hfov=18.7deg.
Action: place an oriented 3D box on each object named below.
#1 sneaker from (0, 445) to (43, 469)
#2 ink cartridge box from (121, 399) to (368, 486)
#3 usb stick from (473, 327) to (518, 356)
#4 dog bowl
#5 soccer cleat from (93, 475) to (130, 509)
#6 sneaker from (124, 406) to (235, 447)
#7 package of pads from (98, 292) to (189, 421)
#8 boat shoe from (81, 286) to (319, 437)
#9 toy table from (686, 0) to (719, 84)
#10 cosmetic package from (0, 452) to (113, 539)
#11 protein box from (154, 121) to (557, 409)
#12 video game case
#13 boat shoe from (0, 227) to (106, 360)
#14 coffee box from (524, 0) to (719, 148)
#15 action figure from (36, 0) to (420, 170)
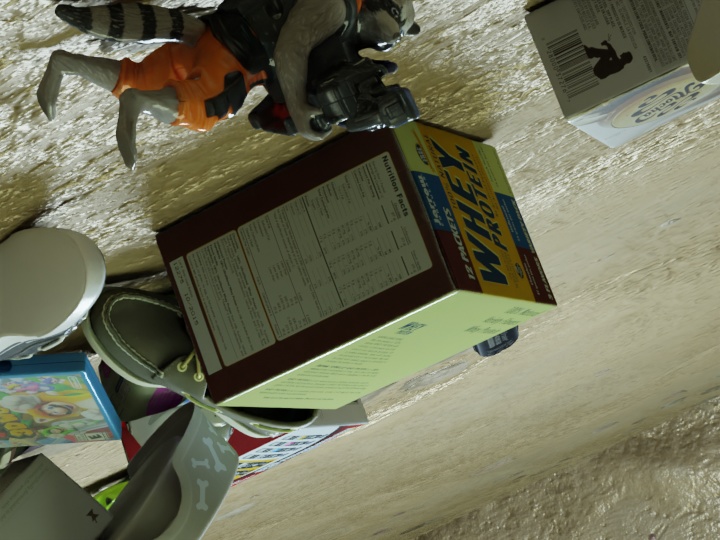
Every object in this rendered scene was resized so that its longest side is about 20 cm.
[{"bbox_3d":[-0.271,0.112,1.773,0.115,0.076,0.200,-22,179,-23],"label":"sneaker"},{"bbox_3d":[-0.126,0.151,2.108,0.200,0.084,0.176,-27,166,27],"label":"ink cartridge box"},{"bbox_3d":[0.136,0.056,2.256,0.055,0.033,0.200,-29,167,0],"label":"usb stick"},{"bbox_3d":[-0.172,0.204,1.766,0.200,0.059,0.200,-51,-171,12],"label":"dog bowl"},{"bbox_3d":[-0.212,0.231,2.373,0.200,0.068,0.081,-24,-175,17],"label":"soccer cleat"},{"bbox_3d":[-0.114,0.105,1.938,0.200,0.089,0.074,-22,166,-6],"label":"sneaker"},{"bbox_3d":[-0.107,0.052,1.772,0.200,0.068,0.155,-18,168,-17],"label":"package of pads"},{"bbox_3d":[-0.117,0.067,1.644,0.202,0.072,0.060,32,159,-30],"label":"boat shoe"},{"bbox_3d":[0.242,-0.196,1.209,0.200,0.117,0.184,-10,163,-38],"label":"toy table"},{"bbox_3d":[-0.283,0.219,1.799,0.108,0.085,0.200,-49,-173,-19],"label":"cosmetic package"},{"bbox_3d":[0.000,0.000,1.576,0.200,0.135,0.199,-26,166,21],"label":"protein box"},{"bbox_3d":[-0.286,0.100,1.598,0.200,0.018,0.143,-4,156,4],"label":"video game case"},{"bbox_3d":[-0.215,0.021,1.461,0.068,0.072,0.200,-7,164,-41],"label":"boat shoe"},{"bbox_3d":[0.221,-0.162,1.392,0.200,0.080,0.113,-25,166,17],"label":"coffee box"},{"bbox_3d":[-0.049,-0.113,1.123,0.193,0.105,0.200,-21,-167,-24],"label":"action figure"}]
